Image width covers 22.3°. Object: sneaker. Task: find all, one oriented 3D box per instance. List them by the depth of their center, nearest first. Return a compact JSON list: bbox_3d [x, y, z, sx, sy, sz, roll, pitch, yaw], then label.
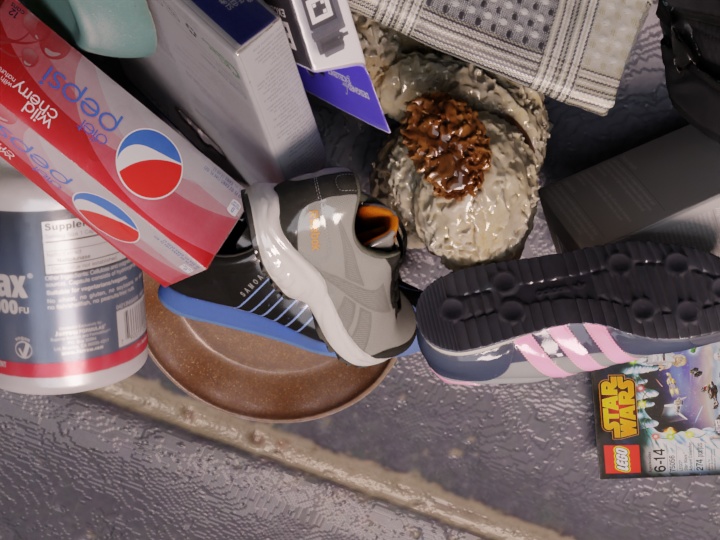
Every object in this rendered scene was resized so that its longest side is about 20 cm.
[{"bbox_3d":[0.133,0.031,1.104,0.199,0.070,0.082,-3,151,2],"label":"sneaker"},{"bbox_3d":[0.000,0.000,1.129,0.079,0.074,0.200,-21,150,13],"label":"sneaker"},{"bbox_3d":[-0.041,0.003,1.237,0.199,0.070,0.078,10,127,1],"label":"sneaker"}]

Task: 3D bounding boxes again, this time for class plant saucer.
[{"bbox_3d":[-0.199,-0.203,1.109,0.036,0.200,0.200,-38,115,-15],"label":"plant saucer"},{"bbox_3d":[-0.064,0.018,1.310,0.199,0.037,0.201,3,121,6],"label":"plant saucer"}]

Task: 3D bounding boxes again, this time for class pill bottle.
[{"bbox_3d":[-0.210,-0.028,1.244,0.119,0.120,0.201,0,107,7],"label":"pill bottle"}]

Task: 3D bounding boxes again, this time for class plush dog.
[{"bbox_3d":[0.069,-0.069,1.142,0.160,0.172,0.200,-9,136,10],"label":"plush dog"}]

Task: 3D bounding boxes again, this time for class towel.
[{"bbox_3d":[0.100,-0.217,1.090,0.192,0.035,0.201,22,84,-7],"label":"towel"}]

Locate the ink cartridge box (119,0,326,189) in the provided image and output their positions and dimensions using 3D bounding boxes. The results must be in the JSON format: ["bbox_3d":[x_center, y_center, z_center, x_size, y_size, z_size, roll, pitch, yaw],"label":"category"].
[{"bbox_3d":[-0.101,-0.137,1.125,0.041,0.200,0.200,-38,151,-14],"label":"ink cartridge box"}]

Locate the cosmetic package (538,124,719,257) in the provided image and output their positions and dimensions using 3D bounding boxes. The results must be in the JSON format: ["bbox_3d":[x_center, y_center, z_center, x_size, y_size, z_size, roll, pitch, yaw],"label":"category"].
[{"bbox_3d":[0.226,-0.038,1.169,0.199,0.107,0.090,-20,118,-1],"label":"cosmetic package"}]

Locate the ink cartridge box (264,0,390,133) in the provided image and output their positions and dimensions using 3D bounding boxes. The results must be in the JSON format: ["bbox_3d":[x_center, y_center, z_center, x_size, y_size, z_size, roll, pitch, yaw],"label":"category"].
[{"bbox_3d":[-0.066,-0.185,1.097,0.043,0.198,0.201,-27,117,-16],"label":"ink cartridge box"}]

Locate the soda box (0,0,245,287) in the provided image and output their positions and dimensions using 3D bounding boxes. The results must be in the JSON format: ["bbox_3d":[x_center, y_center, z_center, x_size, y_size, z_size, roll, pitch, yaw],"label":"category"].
[{"bbox_3d":[-0.169,-0.078,1.142,0.200,0.064,0.070,39,154,-17],"label":"soda box"}]

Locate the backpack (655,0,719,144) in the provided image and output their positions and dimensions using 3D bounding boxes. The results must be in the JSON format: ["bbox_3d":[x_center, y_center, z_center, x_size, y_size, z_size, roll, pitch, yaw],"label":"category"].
[{"bbox_3d":[0.274,-0.132,1.071,0.200,0.126,0.168,23,121,41],"label":"backpack"}]

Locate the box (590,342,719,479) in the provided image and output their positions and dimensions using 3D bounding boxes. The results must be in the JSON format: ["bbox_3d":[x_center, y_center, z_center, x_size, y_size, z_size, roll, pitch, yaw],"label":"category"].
[{"bbox_3d":[0.230,0.056,1.294,0.136,0.040,0.201,-3,120,10],"label":"box"}]
